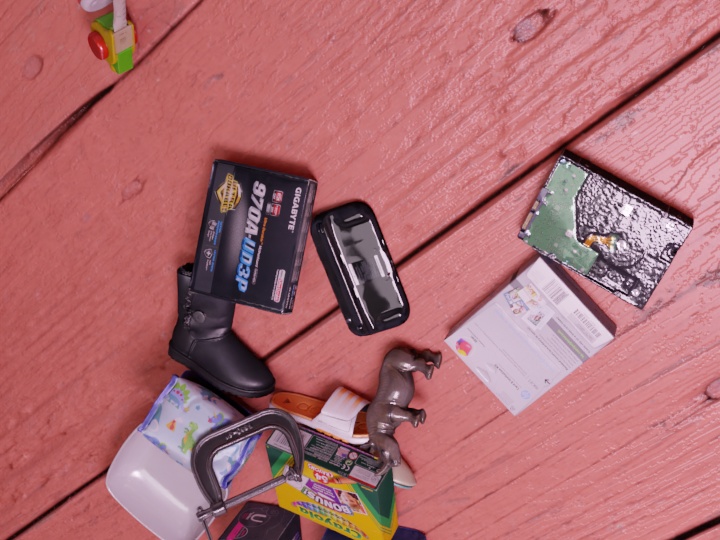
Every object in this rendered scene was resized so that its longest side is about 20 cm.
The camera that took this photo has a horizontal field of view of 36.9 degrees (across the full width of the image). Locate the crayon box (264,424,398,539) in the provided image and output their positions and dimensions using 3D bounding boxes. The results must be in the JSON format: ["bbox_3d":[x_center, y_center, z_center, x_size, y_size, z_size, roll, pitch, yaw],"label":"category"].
[{"bbox_3d":[-0.043,0.338,1.686,0.197,0.059,0.174,18,139,23],"label":"crayon box"}]

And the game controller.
[{"bbox_3d":[0.000,0.000,1.603,0.103,0.042,0.203,-19,104,11],"label":"game controller"}]

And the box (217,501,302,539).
[{"bbox_3d":[-0.162,0.512,1.815,0.104,0.122,0.204,4,112,20],"label":"box"}]

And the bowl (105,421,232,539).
[{"bbox_3d":[-0.319,0.352,1.838,0.199,0.075,0.201,38,119,1],"label":"bowl"}]

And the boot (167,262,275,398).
[{"bbox_3d":[-0.212,0.091,1.690,0.198,0.076,0.170,24,121,17],"label":"boot"}]

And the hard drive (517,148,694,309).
[{"bbox_3d":[0.327,-0.056,1.451,0.198,0.038,0.141,29,118,7],"label":"hard drive"}]

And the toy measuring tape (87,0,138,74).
[{"bbox_3d":[-0.358,-0.360,1.544,0.073,0.074,0.201,28,150,8],"label":"toy measuring tape"}]

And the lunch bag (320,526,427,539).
[{"bbox_3d":[0.009,0.498,1.737,0.196,0.136,0.135,7,113,18],"label":"lunch bag"}]

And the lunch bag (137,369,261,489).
[{"bbox_3d":[-0.247,0.253,1.717,0.169,0.200,0.128,35,80,2],"label":"lunch bag"}]

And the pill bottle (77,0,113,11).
[{"bbox_3d":[-0.401,-0.479,1.512,0.113,0.114,0.201,-32,97,28],"label":"pill bottle"}]

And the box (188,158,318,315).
[{"bbox_3d":[-0.159,-0.050,1.594,0.156,0.046,0.204,13,93,16],"label":"box"}]

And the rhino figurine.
[{"bbox_3d":[0.053,0.208,1.604,0.086,0.060,0.203,14,80,20],"label":"rhino figurine"}]

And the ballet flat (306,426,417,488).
[{"bbox_3d":[0.003,0.279,1.697,0.197,0.069,0.071,19,117,13],"label":"ballet flat"}]

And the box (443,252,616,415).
[{"bbox_3d":[0.241,0.091,1.541,0.156,0.041,0.200,45,118,-1],"label":"box"}]

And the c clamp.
[{"bbox_3d":[-0.166,0.307,1.607,0.198,0.027,0.173,-28,82,-7],"label":"c clamp"}]

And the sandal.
[{"bbox_3d":[-0.051,0.212,1.678,0.203,0.079,0.060,13,118,18],"label":"sandal"}]
